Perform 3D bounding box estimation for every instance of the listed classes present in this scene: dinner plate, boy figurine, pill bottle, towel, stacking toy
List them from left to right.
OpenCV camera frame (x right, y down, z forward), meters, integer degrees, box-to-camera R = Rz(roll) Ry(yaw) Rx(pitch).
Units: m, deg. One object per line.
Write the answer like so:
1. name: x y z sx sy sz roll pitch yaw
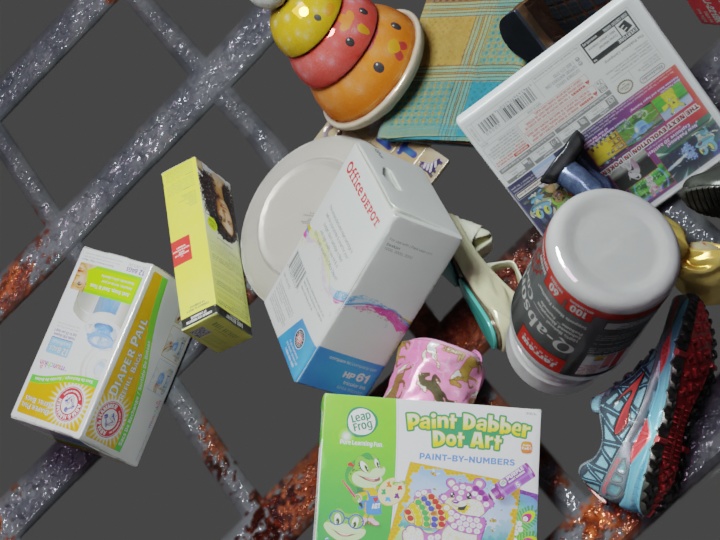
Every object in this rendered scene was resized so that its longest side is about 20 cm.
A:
1. dinner plate: -0.049 -0.053 1.723 0.199 0.024 0.201 -13 65 30
2. stacking toy: -0.045 -0.250 1.692 0.146 0.200 0.147 -32 41 33
3. towel: 0.110 -0.217 1.706 0.146 0.022 0.201 6 67 32
4. pill bottle: 0.194 0.026 1.420 0.115 0.200 0.116 4 61 -8
5. boy figurine: 0.253 -0.043 1.462 0.200 0.124 0.065 36 98 7

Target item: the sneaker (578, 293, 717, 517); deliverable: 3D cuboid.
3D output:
1. sneaker: 0.244 0.109 1.435 0.095 0.079 0.201 11 74 37

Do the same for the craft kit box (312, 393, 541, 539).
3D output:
1. craft kit box: 0.058 0.215 1.448 0.199 0.049 0.199 4 71 -3

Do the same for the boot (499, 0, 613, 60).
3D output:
1. boot: 0.217 -0.268 1.587 0.097 0.075 0.200 -42 15 -21

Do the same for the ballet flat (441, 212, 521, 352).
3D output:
1. ballet flat: 0.113 -0.002 1.587 0.069 0.069 0.200 -40 55 10

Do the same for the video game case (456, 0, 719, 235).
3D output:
1. video game case: 0.220 -0.128 1.516 0.200 0.182 0.023 -36 15 12

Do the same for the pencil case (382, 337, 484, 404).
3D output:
1. pencil case: 0.056 0.161 1.525 0.083 0.086 0.201 -6 65 50

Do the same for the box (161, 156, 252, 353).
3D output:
1. box: -0.165 -0.018 1.754 0.050 0.075 0.201 -23 58 21

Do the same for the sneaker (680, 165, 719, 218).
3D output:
1. sneaker: 0.383 -0.099 1.455 0.199 0.074 0.089 -9 63 18

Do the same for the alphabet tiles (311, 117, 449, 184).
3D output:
1. alphabet tiles: 0.020 -0.126 1.732 0.167 0.008 0.200 38 91 38

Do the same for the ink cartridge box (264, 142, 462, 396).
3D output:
1. ink cartridge box: 0.000 0.000 1.572 0.201 0.084 0.145 -60 29 23

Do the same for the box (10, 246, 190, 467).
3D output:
1. box: -0.267 0.093 1.746 0.112 0.101 0.201 13 75 36

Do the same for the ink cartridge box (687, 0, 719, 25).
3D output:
1. ink cartridge box: 0.415 -0.302 1.521 0.199 0.084 0.145 11 73 36
